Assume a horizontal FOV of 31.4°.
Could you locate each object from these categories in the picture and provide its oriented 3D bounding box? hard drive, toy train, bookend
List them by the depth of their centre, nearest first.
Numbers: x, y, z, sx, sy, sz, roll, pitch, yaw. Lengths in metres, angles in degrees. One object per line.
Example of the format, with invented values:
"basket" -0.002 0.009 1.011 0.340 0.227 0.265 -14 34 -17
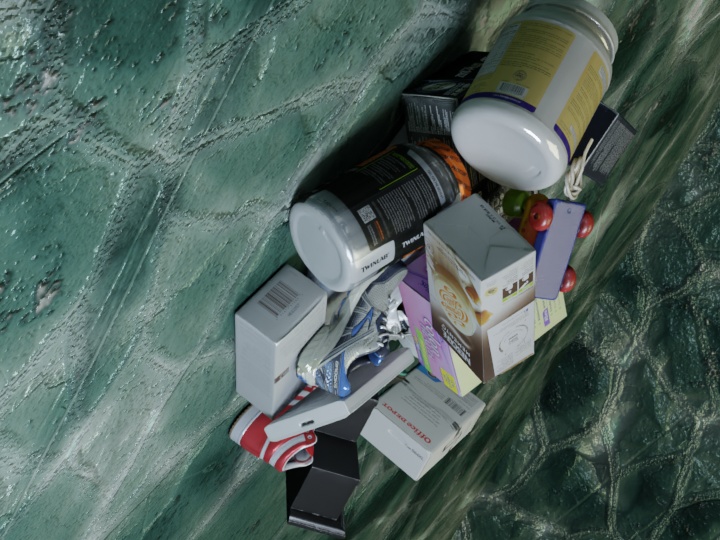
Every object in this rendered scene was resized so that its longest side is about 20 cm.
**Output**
"toy train" 0.218 -0.076 1.553 0.084 0.116 0.201 7 105 -35
"hard drive" -0.025 0.162 1.693 0.131 0.026 0.200 -22 -175 31
"bookend" -0.032 0.241 1.861 0.199 0.092 0.201 -97 -151 -58

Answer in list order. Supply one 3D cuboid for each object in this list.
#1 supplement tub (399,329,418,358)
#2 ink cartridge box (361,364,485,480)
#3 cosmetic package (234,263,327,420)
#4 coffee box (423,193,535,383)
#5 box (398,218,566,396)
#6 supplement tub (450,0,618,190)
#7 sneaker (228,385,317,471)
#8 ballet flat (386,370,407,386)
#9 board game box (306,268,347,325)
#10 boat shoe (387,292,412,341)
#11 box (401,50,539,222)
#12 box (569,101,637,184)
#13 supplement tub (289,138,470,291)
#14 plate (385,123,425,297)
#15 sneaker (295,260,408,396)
"supplement tub" 0.145 0.037 2.038 0.132 0.132 0.201 -34 153 -47
"ink cartridge box" 0.113 0.272 2.364 0.200 0.146 0.085 -33 155 -47
"cosmetic package" -0.101 0.093 1.611 0.102 0.074 0.200 -44 159 -26
"coffee box" 0.142 0.024 1.511 0.079 0.114 0.200 -30 143 -16
"box" 0.165 0.034 1.720 0.200 0.097 0.176 -36 136 -18
"supplement tub" 0.207 -0.211 1.501 0.200 0.145 0.146 -59 166 -24
"sneaker" -0.078 0.196 1.788 0.200 0.112 0.071 -45 161 -28
"ballet flat" 0.011 0.152 2.030 0.068 0.068 0.200 -45 152 3
"board game box" 0.000 0.000 1.743 0.200 0.043 0.199 -43 159 -31
"boat shoe" 0.045 0.067 1.765 0.202 0.086 0.075 -53 162 0
"box" 0.143 -0.156 1.623 0.164 0.086 0.201 -38 127 -42
"box" 0.332 -0.226 2.006 0.107 0.148 0.200 -57 163 9
"supplement tub" 0.026 -0.070 1.501 0.200 0.123 0.123 -30 153 -27
"plate" 0.065 -0.082 1.664 0.200 0.032 0.200 -54 145 -17
"sneaker" 0.008 0.076 1.612 0.200 0.085 0.077 -53 164 -14
